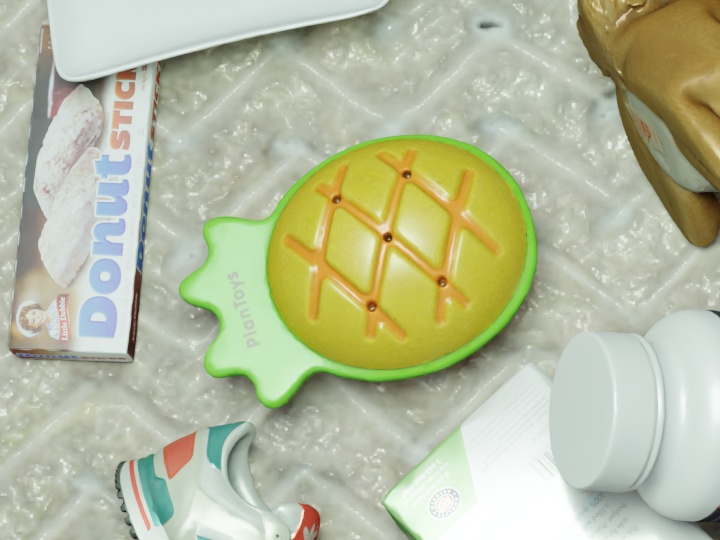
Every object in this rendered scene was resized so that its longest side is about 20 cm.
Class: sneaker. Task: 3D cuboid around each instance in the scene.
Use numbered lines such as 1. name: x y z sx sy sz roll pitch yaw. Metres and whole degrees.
1. sneaker: -0.057 0.173 1.583 0.093 0.070 0.200 -29 69 5

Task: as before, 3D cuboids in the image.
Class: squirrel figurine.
1. squirrel figurine: 0.228 -0.138 1.603 0.187 0.142 0.200 -30 75 -8

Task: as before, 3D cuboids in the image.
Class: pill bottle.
1. pill bottle: 0.206 0.078 1.514 0.200 0.111 0.112 4 73 -20

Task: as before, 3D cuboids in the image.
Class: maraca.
1. maraca: 0.000 0.000 1.606 0.200 0.107 0.137 -20 73 2

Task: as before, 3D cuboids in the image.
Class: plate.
1. plate: -0.092 -0.209 1.705 0.199 0.032 0.200 -13 62 3

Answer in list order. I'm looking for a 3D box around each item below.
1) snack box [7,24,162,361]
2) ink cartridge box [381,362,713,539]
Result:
1. snack box: -0.160 -0.046 1.685 0.072 0.024 0.200 2 74 7
2. ink cartridge box: 0.122 0.162 1.563 0.117 0.067 0.200 -42 72 -6
